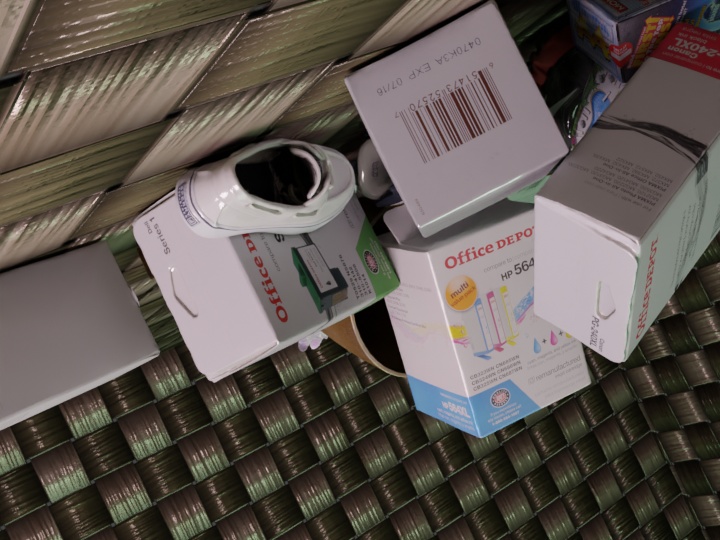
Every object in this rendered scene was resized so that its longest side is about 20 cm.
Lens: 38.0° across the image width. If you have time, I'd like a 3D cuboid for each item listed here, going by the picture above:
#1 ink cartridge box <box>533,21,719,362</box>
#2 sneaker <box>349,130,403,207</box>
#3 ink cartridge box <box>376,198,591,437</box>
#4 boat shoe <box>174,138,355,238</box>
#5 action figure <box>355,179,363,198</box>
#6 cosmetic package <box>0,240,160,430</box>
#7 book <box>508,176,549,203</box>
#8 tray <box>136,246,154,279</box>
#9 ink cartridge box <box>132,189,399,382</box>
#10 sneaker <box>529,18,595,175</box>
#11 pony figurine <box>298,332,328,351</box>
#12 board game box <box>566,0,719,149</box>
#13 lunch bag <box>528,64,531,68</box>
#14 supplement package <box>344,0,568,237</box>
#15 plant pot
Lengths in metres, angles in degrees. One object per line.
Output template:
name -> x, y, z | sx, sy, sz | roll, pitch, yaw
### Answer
ink cartridge box -> 0.209, -0.056, 0.756 | 0.200, 0.083, 0.146 | -47, 150, -24
sneaker -> 0.047, -0.110, 0.979 | 0.129, 0.080, 0.199 | -11, -165, -7
ink cartridge box -> 0.104, 0.025, 0.958 | 0.128, 0.201, 0.125 | -22, -166, -20
boat shoe -> -0.054, -0.070, 0.800 | 0.066, 0.072, 0.200 | -22, 172, 34
action figure -> 0.034, -0.074, 1.280 | 0.148, 0.135, 0.200 | 11, -154, -5
cosmetic package -> -0.267, 0.061, 0.801 | 0.085, 0.108, 0.200 | -28, 176, 39
book -> 0.155, -0.062, 1.154 | 0.133, 0.048, 0.200 | -22, 161, -43
tray -> -0.114, -0.047, 1.017 | 0.098, 0.037, 0.200 | -27, 177, 33
ink cartridge box -> -0.072, -0.011, 0.875 | 0.084, 0.147, 0.200 | -28, 178, 32
sneaker -> 0.193, -0.137, 0.964 | 0.071, 0.098, 0.201 | -27, 155, -15
pony figurine -> -0.101, 0.022, 1.371 | 0.193, 0.166, 0.200 | -59, 178, 32
board game box -> 0.232, -0.174, 0.824 | 0.199, 0.062, 0.201 | -15, 138, -31
lunch bag -> 0.206, -0.177, 1.122 | 0.199, 0.076, 0.160 | -27, 169, -27
supplement package -> 0.071, -0.103, 0.785 | 0.117, 0.118, 0.200 | -27, 177, 4
plant pot -> 0.000, 0.000, 1.108 | 0.186, 0.187, 0.200 | -25, -157, -33
